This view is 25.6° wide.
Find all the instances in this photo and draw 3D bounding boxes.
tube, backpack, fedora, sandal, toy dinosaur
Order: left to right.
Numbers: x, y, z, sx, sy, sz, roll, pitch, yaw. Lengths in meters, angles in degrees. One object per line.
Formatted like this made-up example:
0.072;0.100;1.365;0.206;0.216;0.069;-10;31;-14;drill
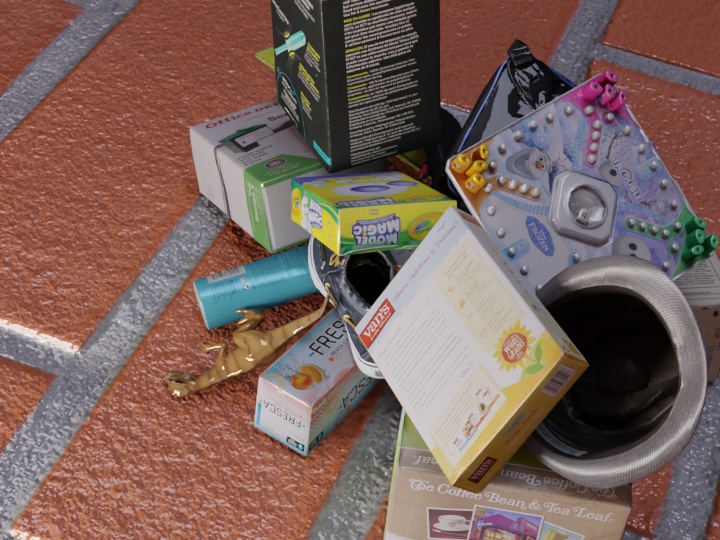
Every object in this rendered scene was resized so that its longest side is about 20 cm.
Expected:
-0.089;0.069;1.494;0.199;0.061;0.106;-31;16;17;toy dinosaur
-0.066;0.003;1.575;0.198;0.051;0.078;-19;42;-7;tube
0.089;-0.087;1.647;0.075;0.045;0.201;30;36;-33;sandal
0.182;-0.084;1.534;0.199;0.147;0.184;30;72;-2;backpack
0.211;0.081;1.280;0.090;0.199;0.178;1;61;-50;fedora

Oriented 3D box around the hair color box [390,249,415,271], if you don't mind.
0.080;-0.003;1.640;0.199;0.064;0.111;30;46;22;hair color box

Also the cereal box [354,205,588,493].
0.085;0.062;1.301;0.039;0.144;0.201;22;24;-40;cereal box

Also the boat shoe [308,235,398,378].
0.000;0.000;1.480;0.070;0.092;0.201;-15;44;-12;boat shoe

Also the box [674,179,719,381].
0.288;0.012;1.623;0.126;0.110;0.201;-3;41;-11;box

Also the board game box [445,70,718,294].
0.206;-0.059;1.442;0.199;0.026;0.201;-30;85;-23;board game box

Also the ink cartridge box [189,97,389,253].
-0.077;-0.108;1.668;0.145;0.085;0.200;-21;30;-21;ink cartridge box

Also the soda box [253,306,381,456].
-0.019;0.086;1.511;0.063;0.069;0.200;27;42;22;soda box

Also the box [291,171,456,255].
0.013;-0.053;1.470;0.116;0.049;0.200;-5;16;-17;box

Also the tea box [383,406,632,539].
0.129;0.165;1.392;0.197;0.135;0.198;10;39;2;tea box

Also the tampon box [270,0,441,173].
-0.006;-0.228;1.553;0.125;0.202;0.150;-17;43;-16;tampon box

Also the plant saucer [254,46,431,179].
0.005;-0.181;1.753;0.199;0.048;0.200;36;3;29;plant saucer
